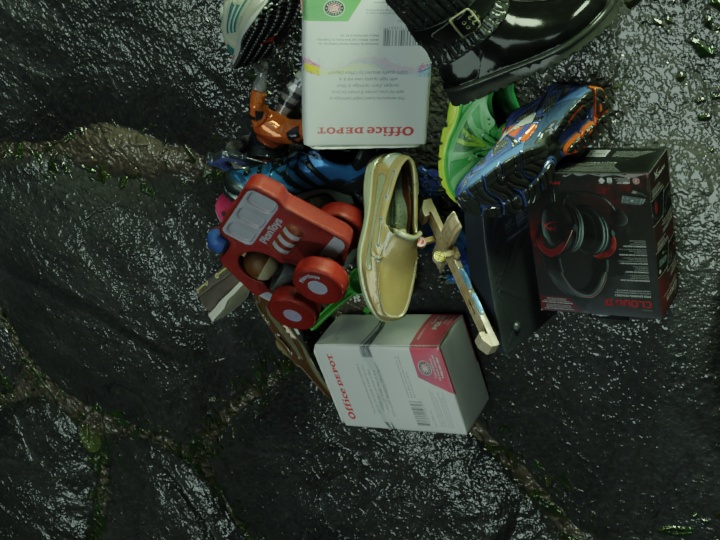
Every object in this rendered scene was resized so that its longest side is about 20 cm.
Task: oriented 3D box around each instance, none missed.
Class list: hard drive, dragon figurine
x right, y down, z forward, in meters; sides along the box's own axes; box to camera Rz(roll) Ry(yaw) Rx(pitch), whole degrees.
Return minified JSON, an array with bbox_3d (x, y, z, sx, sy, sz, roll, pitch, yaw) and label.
[{"bbox_3d":[0.178,-0.016,1.293,0.042,0.135,0.200,12,124,41],"label":"hard drive"},{"bbox_3d":[0.124,-0.038,1.361,0.200,0.059,0.099,44,133,4],"label":"dragon figurine"}]

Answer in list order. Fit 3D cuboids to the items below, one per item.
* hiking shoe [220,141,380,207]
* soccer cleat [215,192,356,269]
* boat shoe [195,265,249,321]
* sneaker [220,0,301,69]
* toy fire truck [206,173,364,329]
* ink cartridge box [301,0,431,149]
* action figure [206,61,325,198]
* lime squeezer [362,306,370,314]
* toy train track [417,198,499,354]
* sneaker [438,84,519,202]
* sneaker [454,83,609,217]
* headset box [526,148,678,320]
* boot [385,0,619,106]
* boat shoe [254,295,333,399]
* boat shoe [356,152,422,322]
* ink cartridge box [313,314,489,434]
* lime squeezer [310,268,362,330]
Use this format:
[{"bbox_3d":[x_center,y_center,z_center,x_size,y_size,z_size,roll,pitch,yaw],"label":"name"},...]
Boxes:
[{"bbox_3d":[-0.073,-0.127,1.352,0.199,0.074,0.087,-3,125,-5],"label":"hiking shoe"},{"bbox_3d":[-0.101,-0.047,1.477,0.200,0.070,0.086,20,161,8],"label":"soccer cleat"},{"bbox_3d":[-0.170,-0.002,1.573,0.060,0.072,0.200,53,130,8],"label":"boat shoe"},{"bbox_3d":[-0.131,-0.312,1.297,0.094,0.070,0.200,65,161,2],"label":"sneaker"},{"bbox_3d":[-0.097,-0.027,1.343,0.168,0.112,0.200,30,144,-12],"label":"toy fire truck"},{"bbox_3d":[0.005,-0.245,1.252,0.145,0.088,0.200,-1,122,-4],"label":"ink cartridge box"},{"bbox_3d":[-0.086,-0.166,1.422,0.200,0.105,0.194,19,140,-13],"label":"action figure"},{"bbox_3d":[0.048,-0.007,1.456,0.071,0.038,0.200,51,143,42],"label":"lime squeezer"},{"bbox_3d":[0.105,0.008,1.279,0.115,0.032,0.200,106,143,-61],"label":"toy train track"},{"bbox_3d":[0.142,-0.156,1.266,0.083,0.074,0.200,23,128,25],"label":"sneaker"},{"bbox_3d":[0.179,-0.132,1.199,0.078,0.200,0.075,38,163,50],"label":"sneaker"},{"bbox_3d":[0.276,-0.034,1.252,0.148,0.075,0.200,5,120,31],"label":"headset box"},{"bbox_3d":[0.144,-0.278,1.134,0.211,0.079,0.158,-25,115,15],"label":"boot"},{"bbox_3d":[-0.084,0.093,1.579,0.074,0.076,0.200,-29,92,47],"label":"boat shoe"},{"bbox_3d":[0.040,-0.037,1.287,0.076,0.072,0.201,7,102,59],"label":"boat shoe"},{"bbox_3d":[0.055,0.137,1.495,0.200,0.083,0.147,-1,122,34],"label":"ink cartridge box"},{"bbox_3d":[0.000,0.000,1.420,0.200,0.071,0.038,-53,53,38],"label":"lime squeezer"}]
